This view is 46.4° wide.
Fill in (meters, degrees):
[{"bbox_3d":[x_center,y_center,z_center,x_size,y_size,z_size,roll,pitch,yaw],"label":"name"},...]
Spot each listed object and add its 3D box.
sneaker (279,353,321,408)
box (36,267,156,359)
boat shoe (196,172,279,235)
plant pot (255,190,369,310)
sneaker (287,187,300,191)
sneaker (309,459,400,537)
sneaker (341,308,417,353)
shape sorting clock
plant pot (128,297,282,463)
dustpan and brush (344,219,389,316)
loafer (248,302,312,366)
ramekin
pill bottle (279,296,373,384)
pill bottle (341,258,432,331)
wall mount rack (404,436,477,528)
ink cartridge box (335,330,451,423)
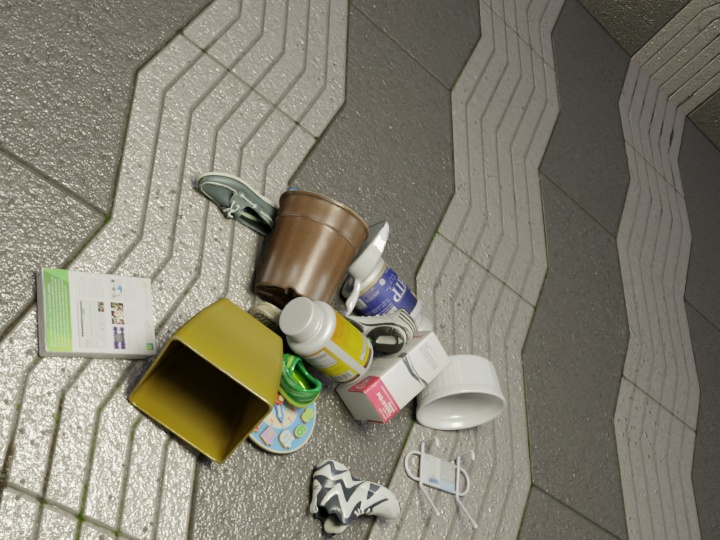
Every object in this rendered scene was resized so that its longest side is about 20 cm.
[{"bbox_3d":[-0.153,0.174,1.579,0.199,0.083,0.074,39,39,-13],"label":"sneaker"},{"bbox_3d":[-0.448,0.076,1.429,0.198,0.036,0.146,9,64,-42],"label":"box"},{"bbox_3d":[-0.245,-0.134,1.701,0.199,0.072,0.062,29,48,-37],"label":"boat shoe"},{"bbox_3d":[-0.109,-0.023,1.684,0.199,0.199,0.200,33,67,-27],"label":"plant pot"},{"bbox_3d":[-0.093,-0.104,1.846,0.199,0.071,0.083,42,23,-16],"label":"sneaker"},{"bbox_3d":[-0.016,0.465,1.610,0.199,0.079,0.131,38,49,-23],"label":"sneaker"},{"bbox_3d":[0.030,0.123,1.761,0.115,0.198,0.077,-26,117,-54],"label":"sneaker"},{"bbox_3d":[-0.161,0.250,1.609,0.199,0.039,0.202,21,57,-35],"label":"shape sorting clock"},{"bbox_3d":[-0.244,0.172,1.449,0.199,0.200,0.177,37,37,-7],"label":"plant pot"},{"bbox_3d":[0.000,0.000,1.756,0.057,0.139,0.201,37,69,-16],"label":"dustpan and brush"},{"bbox_3d":[-0.143,0.119,1.674,0.200,0.075,0.069,43,44,-32],"label":"loafer"},{"bbox_3d":[0.215,0.267,1.850,0.199,0.200,0.099,21,49,-35],"label":"ramekin"},{"bbox_3d":[-0.067,0.131,1.599,0.200,0.108,0.110,44,42,-45],"label":"pill bottle"},{"bbox_3d":[0.064,0.078,1.852,0.200,0.119,0.120,47,45,-16],"label":"pill bottle"},{"bbox_3d":[0.186,0.460,1.808,0.199,0.074,0.176,26,54,-31],"label":"wall mount rack"},{"bbox_3d":[0.068,0.215,1.719,0.199,0.144,0.085,-38,101,-23],"label":"ink cartridge box"}]
